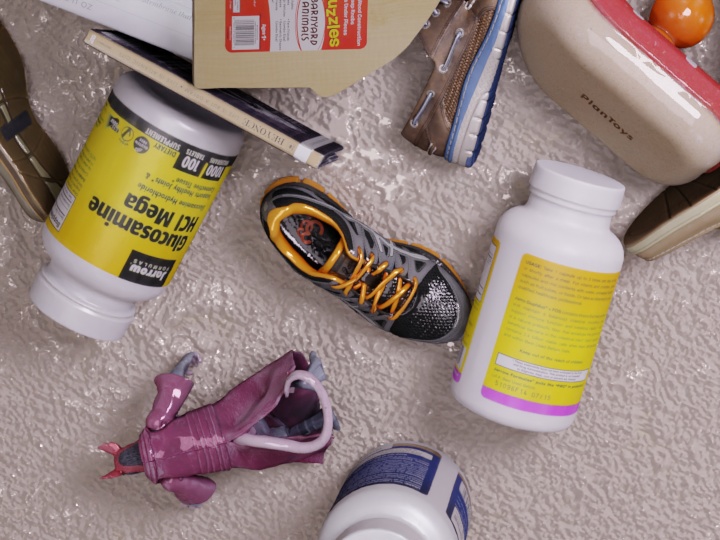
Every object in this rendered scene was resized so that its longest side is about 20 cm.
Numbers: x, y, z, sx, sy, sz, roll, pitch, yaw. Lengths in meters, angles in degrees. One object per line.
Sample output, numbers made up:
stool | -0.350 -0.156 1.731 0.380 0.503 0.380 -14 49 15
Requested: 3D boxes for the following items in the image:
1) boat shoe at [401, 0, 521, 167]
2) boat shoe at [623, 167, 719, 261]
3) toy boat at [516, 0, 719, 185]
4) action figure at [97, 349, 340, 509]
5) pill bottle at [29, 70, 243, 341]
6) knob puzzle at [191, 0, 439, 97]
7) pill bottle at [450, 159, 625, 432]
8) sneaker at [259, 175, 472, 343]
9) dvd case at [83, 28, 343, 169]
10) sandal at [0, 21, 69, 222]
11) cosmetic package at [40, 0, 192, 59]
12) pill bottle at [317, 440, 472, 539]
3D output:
boat shoe | 0.080 -0.183 1.530 0.072 0.072 0.200 16 103 6
boat shoe | 0.300 -0.056 1.526 0.200 0.072 0.065 -32 107 7
toy boat | 0.220 -0.170 1.503 0.200 0.131 0.131 41 73 -2
action figure | -0.115 0.143 1.591 0.200 0.149 0.134 -17 105 -3
pill bottle | -0.184 -0.049 1.573 0.112 0.112 0.200 29 104 2
knob puzzle | -0.027 -0.227 1.452 0.220 0.030 0.220 -4 109 -13
pill bottle | 0.145 0.019 1.544 0.104 0.104 0.200 17 103 4
sneaker | 0.000 0.000 1.575 0.200 0.077 0.078 31 102 0
dvd case | -0.110 -0.134 1.527 0.200 0.149 0.016 28 98 2
sandal | -0.302 -0.126 1.602 0.054 0.080 0.200 -18 103 33
cosmetic package | -0.143 -0.281 1.518 0.199 0.123 0.200 21 102 3
pill bottle | 0.026 0.212 1.549 0.111 0.200 0.111 2 101 8
